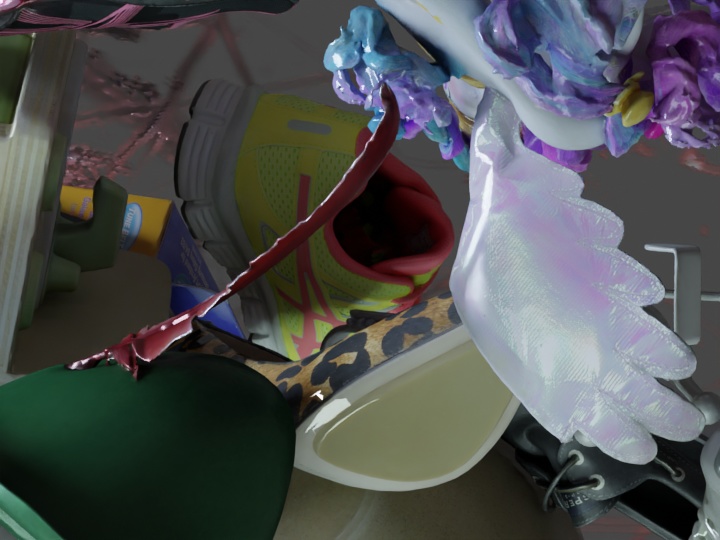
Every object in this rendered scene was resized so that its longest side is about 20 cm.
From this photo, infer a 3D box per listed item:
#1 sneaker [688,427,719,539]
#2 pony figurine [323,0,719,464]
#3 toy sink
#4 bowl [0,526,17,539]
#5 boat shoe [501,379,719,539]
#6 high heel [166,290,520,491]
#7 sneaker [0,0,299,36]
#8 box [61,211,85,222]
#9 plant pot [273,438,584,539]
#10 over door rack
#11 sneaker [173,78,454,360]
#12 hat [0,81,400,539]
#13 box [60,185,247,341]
[{"bbox_3d":[0.166,0.118,1.218,0.080,0.071,0.200,-33,152,5],"label":"sneaker"},{"bbox_3d":[0.066,-0.063,0.962,0.193,0.167,0.200,41,171,29],"label":"pony figurine"},{"bbox_3d":[-0.161,-0.035,1.103,0.199,0.130,0.112,12,114,-5],"label":"toy sink"},{"bbox_3d":[-0.175,0.091,1.330,0.201,0.090,0.201,40,-166,-12],"label":"bowl"},{"bbox_3d":[0.108,0.084,1.300,0.200,0.066,0.070,28,153,-23],"label":"boat shoe"},{"bbox_3d":[-0.009,0.025,1.104,0.071,0.143,0.200,31,122,-33],"label":"high heel"},{"bbox_3d":[-0.100,-0.108,1.045,0.199,0.079,0.095,-2,160,38],"label":"sneaker"},{"bbox_3d":[-0.217,-0.012,1.214,0.199,0.143,0.036,17,112,15],"label":"box"},{"bbox_3d":[-0.012,0.123,1.306,0.199,0.201,0.135,4,150,26],"label":"plant pot"},{"bbox_3d":[0.101,0.030,1.122,0.147,0.067,0.200,-6,175,-41],"label":"over door rack"},{"bbox_3d":[0.000,0.000,1.186,0.090,0.078,0.200,2,151,24],"label":"sneaker"},{"bbox_3d":[-0.045,0.037,1.031,0.166,0.176,0.200,46,169,-30],"label":"hat"},{"bbox_3d":[-0.142,0.003,1.329,0.199,0.042,0.119,6,153,16],"label":"box"}]
